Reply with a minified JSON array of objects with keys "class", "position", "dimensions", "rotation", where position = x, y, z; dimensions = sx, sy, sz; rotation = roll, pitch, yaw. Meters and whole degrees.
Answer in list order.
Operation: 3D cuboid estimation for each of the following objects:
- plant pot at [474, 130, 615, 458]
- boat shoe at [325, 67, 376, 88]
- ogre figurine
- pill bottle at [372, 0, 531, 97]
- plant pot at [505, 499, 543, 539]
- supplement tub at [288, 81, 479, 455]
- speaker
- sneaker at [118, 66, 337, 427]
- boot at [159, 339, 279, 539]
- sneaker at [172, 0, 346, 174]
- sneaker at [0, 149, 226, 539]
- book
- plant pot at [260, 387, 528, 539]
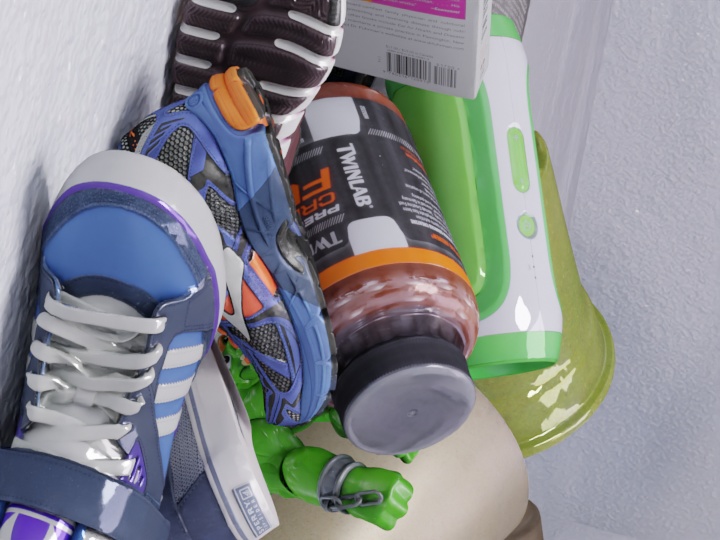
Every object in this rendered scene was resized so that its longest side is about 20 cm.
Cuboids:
[{"class":"plant pot","position":[0.068,-0.002,1.586],"dimensions":[0.200,0.200,0.184],"rotation":[-66,157,-45]},{"class":"boat shoe","position":[-0.014,-0.155,1.337],"dimensions":[0.200,0.070,0.066],"rotation":[106,4,-46]},{"class":"ogre figurine","position":[-0.021,0.062,1.374],"dimensions":[0.098,0.120,0.200],"rotation":[21,59,-60]},{"class":"pill bottle","position":[0.042,-0.131,1.491],"dimensions":[0.114,0.114,0.200],"rotation":[91,10,-54]},{"class":"plant pot","position":[0.032,0.140,1.753],"dimensions":[0.200,0.200,0.174],"rotation":[-43,128,-74]},{"class":"supplement tub","position":[0.000,0.000,1.256],"dimensions":[0.107,0.107,0.200],"rotation":[94,-19,-47]},{"class":"speaker","position":[0.064,-0.041,1.350],"dimensions":[0.088,0.088,0.200],"rotation":[47,36,-79]},{"class":"sneaker","position":[-0.063,-0.005,1.127],"dimensions":[0.075,0.078,0.200],"rotation":[-104,179,-56]},{"class":"boot","position":[-0.103,0.081,1.167],"dimensions":[0.200,0.090,0.073],"rotation":[-114,-179,-65]},{"class":"sneaker","position":[-0.053,-0.100,1.186],"dimensions":[0.116,0.076,0.200],"rotation":[-69,180,-63]},{"class":"sneaker","position":[-0.114,0.065,0.992],"dimensions":[0.200,0.080,0.147],"rotation":[102,3,-48]},{"class":"book","position":[0.000,-0.168,1.165],"dimensions":[0.200,0.133,0.048],"rotation":[91,17,-57]},{"class":"plant pot","position":[-0.021,0.170,1.504],"dimensions":[0.200,0.187,0.187],"rotation":[-49,155,-39]}]
